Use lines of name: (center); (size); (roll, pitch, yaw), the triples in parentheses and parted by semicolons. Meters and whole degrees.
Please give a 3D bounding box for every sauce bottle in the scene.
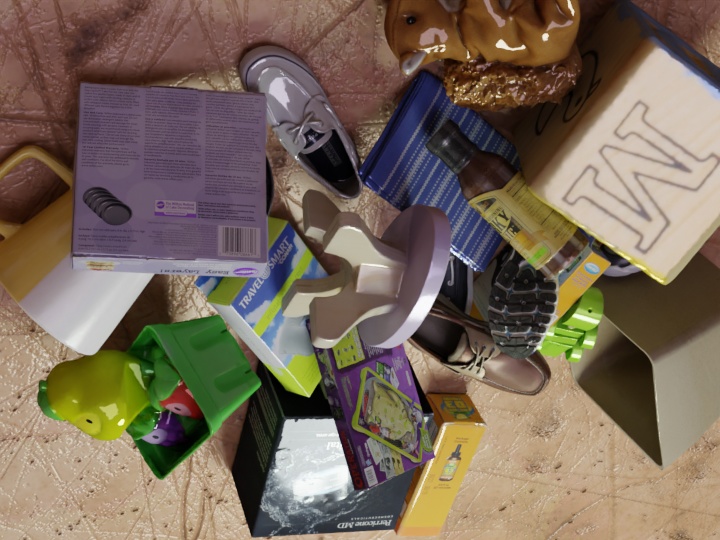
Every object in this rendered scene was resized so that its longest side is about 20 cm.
sauce bottle: (0.152, -0.078, 1.482); (0.200, 0.065, 0.065); (44, 107, 2)

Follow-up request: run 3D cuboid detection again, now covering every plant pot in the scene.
plant pot: (0.381, 0.086, 1.734); (0.176, 0.200, 0.201); (-26, 131, -14)

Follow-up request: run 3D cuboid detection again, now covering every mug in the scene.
mug: (-0.284, -0.027, 1.417); (0.153, 0.150, 0.186); (-44, 135, 4)

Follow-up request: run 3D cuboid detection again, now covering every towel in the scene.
towel: (0.099, -0.107, 1.533); (0.200, 0.024, 0.145); (36, 78, -31)

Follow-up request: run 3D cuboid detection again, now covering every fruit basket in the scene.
fruit basket: (-0.238, 0.143, 1.513); (0.215, 0.156, 0.216); (-32, 172, -5)

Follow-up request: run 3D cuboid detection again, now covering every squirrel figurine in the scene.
squirrel figurine: (0.123, -0.235, 1.421); (0.185, 0.142, 0.201); (-18, 128, 1)

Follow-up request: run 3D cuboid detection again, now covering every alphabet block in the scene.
alphabet block: (0.303, -0.141, 1.491); (0.196, 0.196, 0.200); (34, 109, -11)

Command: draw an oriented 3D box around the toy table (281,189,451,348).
toy table: (0.000, 0.000, 1.466); (0.116, 0.185, 0.201); (8, 134, -21)

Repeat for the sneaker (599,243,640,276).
sneaker: (0.350, -0.085, 1.662); (0.199, 0.076, 0.114); (-35, 130, -1)

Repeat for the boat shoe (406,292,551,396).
boat shoe: (0.122, 0.090, 1.583); (0.199, 0.072, 0.076); (26, 110, 4)

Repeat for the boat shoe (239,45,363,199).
boat shoe: (-0.052, -0.152, 1.457); (0.073, 0.066, 0.200); (-38, 130, 10)

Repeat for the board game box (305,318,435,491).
board game box: (0.013, 0.136, 1.588); (0.120, 0.032, 0.201); (-16, 91, -40)

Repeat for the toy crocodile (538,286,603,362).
toy crocodile: (0.247, 0.068, 1.695); (0.067, 0.062, 0.200); (12, 164, -1)

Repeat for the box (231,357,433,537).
box: (-0.037, 0.214, 1.708); (0.195, 0.118, 0.201); (1, 126, -22)

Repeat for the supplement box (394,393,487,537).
supplement box: (0.095, 0.256, 1.825); (0.066, 0.069, 0.201); (5, 125, -25)

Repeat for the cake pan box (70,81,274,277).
cake pan box: (-0.182, -0.089, 1.368); (0.198, 0.186, 0.052); (1, 162, -12)

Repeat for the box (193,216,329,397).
box: (-0.089, 0.034, 1.560); (0.122, 0.047, 0.200); (-57, 134, -22)

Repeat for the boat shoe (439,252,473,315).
boat shoe: (0.100, -0.010, 1.624); (0.060, 0.076, 0.201); (-1, 114, -21)

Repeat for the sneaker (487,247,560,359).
sneaker: (0.201, 0.003, 1.563); (0.090, 0.078, 0.202); (27, 74, -63)

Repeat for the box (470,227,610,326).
box: (0.210, 0.006, 1.644); (0.041, 0.119, 0.200); (30, 111, -36)
